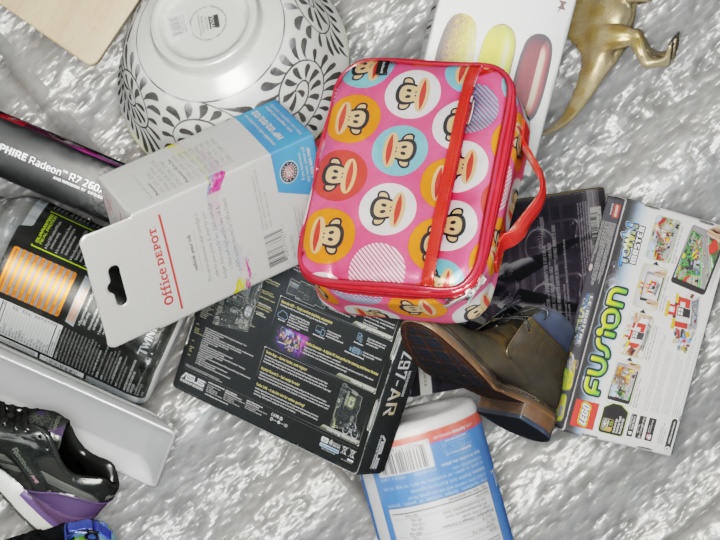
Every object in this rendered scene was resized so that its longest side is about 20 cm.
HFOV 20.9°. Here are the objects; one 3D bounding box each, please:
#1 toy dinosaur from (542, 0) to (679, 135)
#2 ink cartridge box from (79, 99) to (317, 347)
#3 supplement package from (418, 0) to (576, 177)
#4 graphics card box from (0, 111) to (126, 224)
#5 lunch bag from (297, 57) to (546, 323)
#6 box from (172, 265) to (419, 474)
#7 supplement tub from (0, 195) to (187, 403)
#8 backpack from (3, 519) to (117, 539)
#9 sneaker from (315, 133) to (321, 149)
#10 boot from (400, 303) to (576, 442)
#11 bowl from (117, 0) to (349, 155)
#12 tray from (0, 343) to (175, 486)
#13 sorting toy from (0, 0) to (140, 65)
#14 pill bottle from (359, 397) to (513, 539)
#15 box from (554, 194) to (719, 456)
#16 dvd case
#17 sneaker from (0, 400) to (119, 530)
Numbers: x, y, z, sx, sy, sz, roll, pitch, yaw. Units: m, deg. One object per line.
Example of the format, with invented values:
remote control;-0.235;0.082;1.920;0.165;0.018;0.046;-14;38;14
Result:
toy dinosaur;0.216;-0.197;1.645;0.100;0.058;0.201;12;85;13
ink cartridge box;-0.129;-0.036;1.511;0.199;0.068;0.116;-25;131;-18
supplement package;0.109;-0.186;1.606;0.113;0.110;0.201;13;93;-1
graphics card box;-0.247;-0.084;1.598;0.199;0.125;0.051;24;91;-1
lunch bag;0.053;-0.060;1.484;0.175;0.082;0.201;5;69;18
box;-0.047;0.056;1.594;0.199;0.043;0.161;21;98;31
supplement tub;-0.241;0.017;1.605;0.199;0.123;0.123;25;92;-2
backpack;-0.239;0.321;1.565;0.134;0.200;0.183;-18;115;-1
sneaker;-0.067;-0.129;1.623;0.199;0.079;0.096;-11;91;-1
boot;0.105;0.053;1.564;0.074;0.200;0.097;9;68;40
bowl;-0.114;-0.183;1.571;0.199;0.094;0.202;-4;67;10
tray;-0.250;0.112;1.632;0.199;0.108;0.022;24;57;-2
sorting toy;-0.244;-0.305;1.614;0.198;0.070;0.201;34;91;-3
pill bottle;0.068;0.215;1.627;0.112;0.112;0.201;-15;94;0
box;0.235;0.046;1.643;0.109;0.035;0.201;15;93;-21
dvd case;0.121;0.017;1.625;0.199;0.016;0.150;-9;98;-24
sneaker;-0.285;0.131;1.614;0.200;0.076;0.087;40;121;-18
